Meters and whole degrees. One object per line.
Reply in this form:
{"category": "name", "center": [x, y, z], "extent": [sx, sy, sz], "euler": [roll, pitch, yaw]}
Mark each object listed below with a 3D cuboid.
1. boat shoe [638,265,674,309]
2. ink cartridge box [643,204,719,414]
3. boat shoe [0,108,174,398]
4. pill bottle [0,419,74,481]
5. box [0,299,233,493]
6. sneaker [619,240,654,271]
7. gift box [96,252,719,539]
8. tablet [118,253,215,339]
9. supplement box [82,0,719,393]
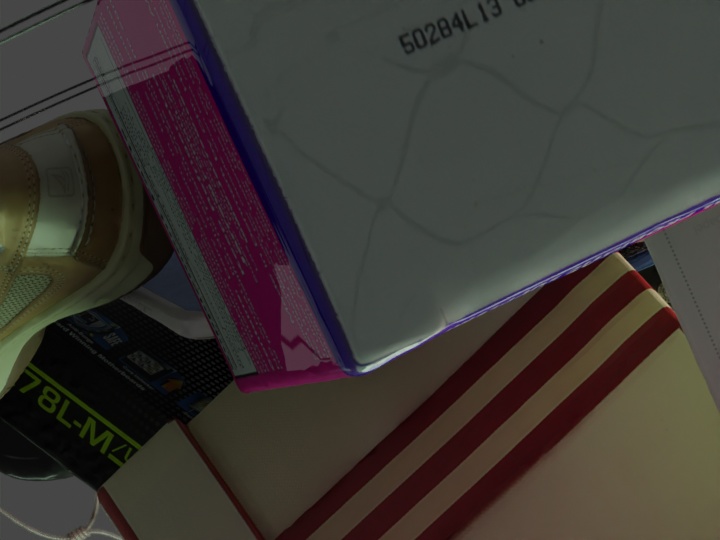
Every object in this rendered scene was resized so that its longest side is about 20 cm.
{"category": "boat shoe", "center": [0.140, -0.008, 0.870], "extent": [0.199, 0.064, 0.071], "euler": [10, -157, 33]}
{"category": "ink cartridge box", "center": [0.131, -0.040, 0.610], "extent": [0.145, 0.201, 0.048], "euler": [-24, 177, 10]}
{"category": "boat shoe", "center": [-0.136, 0.001, 0.772], "extent": [0.076, 0.072, 0.200], "euler": [-6, 161, -37]}
{"category": "pill bottle", "center": [-0.109, 0.024, 1.215], "extent": [0.111, 0.112, 0.200], "euler": [-24, 179, 31]}
{"category": "box", "center": [-0.054, 0.038, 0.925], "extent": [0.048, 0.200, 0.193], "euler": [-60, 165, 22]}
{"category": "sneaker", "center": [0.092, -0.044, 0.777], "extent": [0.199, 0.076, 0.078], "euler": [-24, 169, 42]}
{"category": "gift box", "center": [0.050, 0.105, 0.716], "extent": [0.187, 0.200, 0.184], "euler": [-42, 135, 5]}
{"category": "tablet", "center": [-0.039, -0.022, 0.821], "extent": [0.129, 0.014, 0.200], "euler": [-21, -159, -23]}
{"category": "supplement box", "center": [0.007, -0.040, 0.545], "extent": [0.101, 0.104, 0.200], "euler": [-25, -178, -9]}
